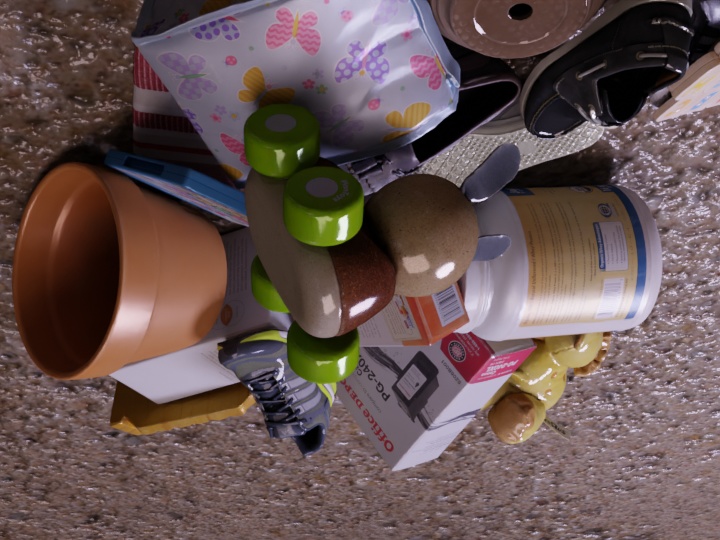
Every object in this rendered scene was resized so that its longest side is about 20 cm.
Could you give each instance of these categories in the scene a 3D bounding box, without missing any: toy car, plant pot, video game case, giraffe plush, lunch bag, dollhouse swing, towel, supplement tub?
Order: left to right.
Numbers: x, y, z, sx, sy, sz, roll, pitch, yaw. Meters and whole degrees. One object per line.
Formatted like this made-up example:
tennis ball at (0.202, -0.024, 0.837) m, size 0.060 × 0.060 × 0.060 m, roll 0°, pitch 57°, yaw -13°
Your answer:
plant pot at (-0.221, 0.004, 1.134) m, size 0.140 × 0.201 × 0.200 m, roll 5°, pitch 152°, yaw -43°
video game case at (-0.126, -0.062, 1.028) m, size 0.143 × 0.018 × 0.200 m, roll 24°, pitch 177°, yaw -31°
towel at (-0.128, -0.141, 1.051) m, size 0.144 × 0.023 × 0.200 m, roll 5°, pitch 146°, yaw -8°
dollhouse swing at (-0.153, 0.144, 1.389) m, size 0.200 × 0.182 × 0.176 m, roll -12°, pitch 136°, yaw 15°
lunch bag at (-0.039, -0.170, 0.896) m, size 0.200 × 0.127 × 0.170 m, roll -11°, pitch 136°, yaw 25°
toy car at (0.025, -0.036, 0.886) m, size 0.200 × 0.158 × 0.165 m, roll -15°, pitch 135°, yaw -18°
plant pot at (0.113, -0.222, 0.869) m, size 0.200 × 0.093 × 0.201 m, roll -3°, pitch 149°, yaw -2°
supplement tub at (0.170, -0.008, 1.144) m, size 0.199 × 0.145 × 0.145 m, roll -3°, pitch 150°, yaw -18°
giraffe plush at (0.204, 0.091, 1.348) m, size 0.200 × 0.173 × 0.162 m, roll 24°, pitch 119°, yaw -21°

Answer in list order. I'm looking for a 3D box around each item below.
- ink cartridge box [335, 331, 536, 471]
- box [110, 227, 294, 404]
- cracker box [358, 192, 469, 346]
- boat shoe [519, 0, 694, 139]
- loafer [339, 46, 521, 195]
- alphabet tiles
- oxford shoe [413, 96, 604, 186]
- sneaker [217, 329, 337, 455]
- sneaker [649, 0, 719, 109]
ink cartridge box at (0.067, 0.095, 1.264) m, size 0.083 × 0.145 × 0.200 m, roll -10°, pitch 145°, yaw -48°
box at (-0.156, 0.047, 1.253) m, size 0.200 × 0.125 × 0.097 m, roll -17°, pitch 146°, yaw 22°
cracker box at (0.000, 0.000, 1.117) m, size 0.058 × 0.134 × 0.200 m, roll -28°, pitch -166°, yaw -35°
boat shoe at (0.182, -0.141, 0.915) m, size 0.072 × 0.068 × 0.200 m, roll 1°, pitch 163°, yaw -23°
loafer at (0.042, -0.118, 0.977) m, size 0.200 × 0.063 × 0.072 m, roll -34°, pitch 127°, yaw -9°
alphabet tiles at (0.327, -0.178, 0.934) m, size 0.200 × 0.015 × 0.196 m, roll -19°, pitch 164°, yaw -42°
oxford shoe at (0.116, -0.122, 1.059) m, size 0.200 × 0.058 × 0.075 m, roll -14°, pitch 138°, yaw 11°
sneaker at (-0.077, 0.120, 1.183) m, size 0.074 × 0.081 × 0.200 m, roll -17°, pitch 147°, yaw 20°
sneaker at (0.280, -0.199, 0.932) m, size 0.114 × 0.076 × 0.200 m, roll -6°, pitch 148°, yaw 6°
